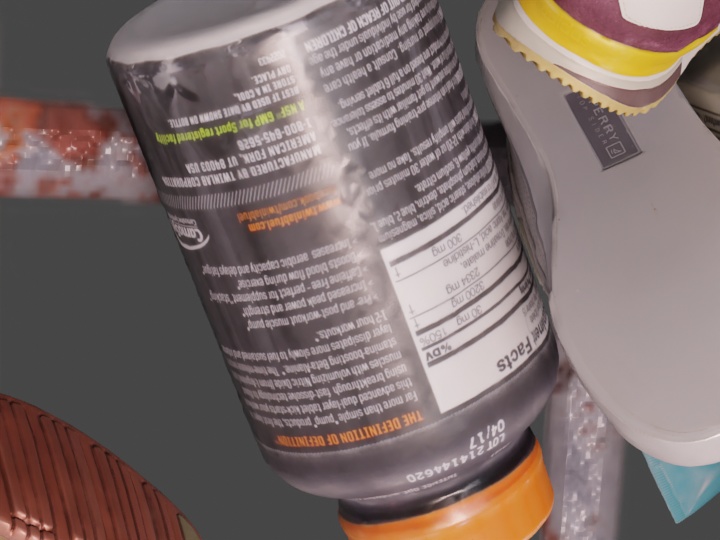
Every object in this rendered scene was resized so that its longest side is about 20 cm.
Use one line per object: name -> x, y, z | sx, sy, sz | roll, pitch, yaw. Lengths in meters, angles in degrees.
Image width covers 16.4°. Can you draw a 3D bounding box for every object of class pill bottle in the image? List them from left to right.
pill bottle -> 0.000, 0.000, 0.806 | 0.106, 0.106, 0.201 | -26, 109, -18

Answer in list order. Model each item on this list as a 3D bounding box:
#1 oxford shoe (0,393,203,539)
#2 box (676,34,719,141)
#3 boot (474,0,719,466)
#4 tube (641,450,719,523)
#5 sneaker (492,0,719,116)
oxford shoe -> -0.140, 0.080, 0.791 | 0.199, 0.071, 0.074 | 22, 115, -26
box -> 0.177, 0.009, 0.837 | 0.109, 0.128, 0.201 | -20, 104, -7
boot -> 0.091, -0.003, 0.778 | 0.073, 0.200, 0.096 | -19, 138, 6
tube -> 0.184, 0.010, 0.924 | 0.200, 0.050, 0.078 | -31, 101, -10
sneaker -> 0.107, -0.121, 0.763 | 0.075, 0.200, 0.090 | 32, 123, -1
